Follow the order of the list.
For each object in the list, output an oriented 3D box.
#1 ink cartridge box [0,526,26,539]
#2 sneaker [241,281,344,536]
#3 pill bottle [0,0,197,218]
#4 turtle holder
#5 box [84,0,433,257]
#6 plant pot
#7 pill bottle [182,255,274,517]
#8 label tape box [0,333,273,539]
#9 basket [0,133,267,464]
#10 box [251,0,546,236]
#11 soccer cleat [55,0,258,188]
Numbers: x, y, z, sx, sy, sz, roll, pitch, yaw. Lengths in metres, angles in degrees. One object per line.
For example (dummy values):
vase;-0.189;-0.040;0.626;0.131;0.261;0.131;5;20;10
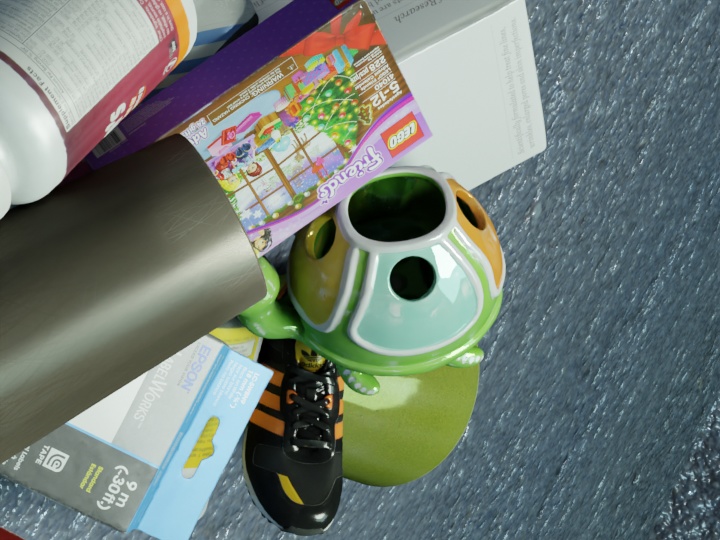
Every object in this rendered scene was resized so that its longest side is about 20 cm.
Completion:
ink cartridge box;-0.235;0.257;1.467;0.047;0.160;0.200;-47;152;-39
sneaker;-0.044;0.088;1.545;0.090;0.070;0.200;108;-16;-51
pill bottle;-0.192;-0.108;1.244;0.200;0.109;0.110;-50;154;-33
turtle holder;0.006;-0.008;1.479;0.132;0.185;0.141;89;14;-57
box;-0.063;-0.082;1.385;0.200;0.039;0.137;-35;138;-4
plant pot;-0.038;0.073;1.730;0.200;0.187;0.187;13;102;-52
pill bottle;-0.136;0.078;1.564;0.114;0.114;0.200;-25;136;-57
label tape box;-0.159;0.091;1.438;0.200;0.063;0.144;29;85;-24
basket;-0.168;0.014;1.277;0.200;0.136;0.180;-29;179;-12
box;0.010;-0.136;1.541;0.200;0.131;0.199;-28;150;-7
soccer cleat;-0.154;-0.118;1.394;0.200;0.086;0.070;-45;-176;6
